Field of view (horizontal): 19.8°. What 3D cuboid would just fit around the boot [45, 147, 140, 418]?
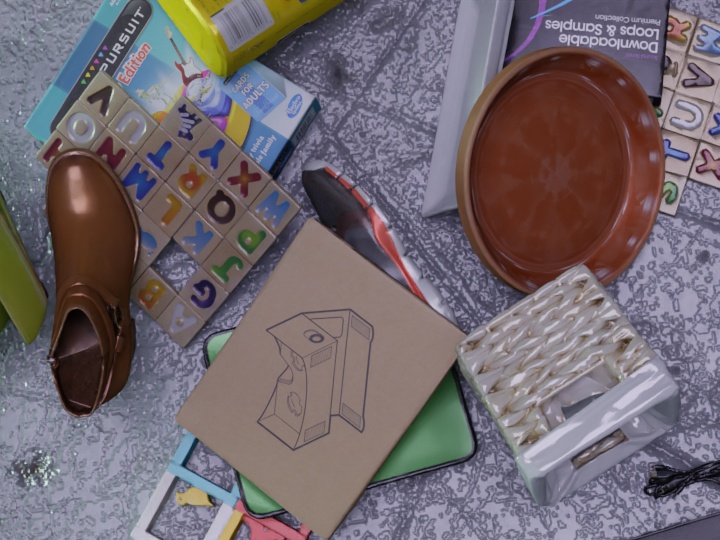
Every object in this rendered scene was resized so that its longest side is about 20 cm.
[{"bbox_3d":[-0.217,0.010,1.630,0.073,0.155,0.202,-10,102,6],"label":"boot"}]

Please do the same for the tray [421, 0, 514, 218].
[{"bbox_3d":[0.092,-0.143,1.682,0.022,0.107,0.202,12,83,-14],"label":"tray"}]

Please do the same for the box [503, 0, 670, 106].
[{"bbox_3d":[0.188,-0.242,1.712,0.142,0.036,0.202,4,84,6],"label":"box"}]

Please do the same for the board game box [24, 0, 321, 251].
[{"bbox_3d":[-0.157,-0.128,1.726,0.199,0.047,0.152,31,86,8],"label":"board game box"}]

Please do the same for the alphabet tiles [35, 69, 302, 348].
[{"bbox_3d":[-0.168,-0.061,1.688,0.200,0.008,0.167,43,114,4],"label":"alphabet tiles"}]

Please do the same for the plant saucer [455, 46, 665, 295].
[{"bbox_3d":[0.158,-0.078,1.646,0.199,0.032,0.202,-5,99,-30],"label":"plant saucer"}]

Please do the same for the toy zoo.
[{"bbox_3d":[-0.099,0.189,1.690,0.131,0.020,0.201,27,85,8],"label":"toy zoo"}]

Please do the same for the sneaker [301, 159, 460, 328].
[{"bbox_3d":[0.000,0.000,1.674,0.082,0.077,0.200,-36,76,-3],"label":"sneaker"}]

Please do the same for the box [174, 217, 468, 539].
[{"bbox_3d":[-0.032,0.086,1.642,0.163,0.021,0.201,37,98,11],"label":"box"}]

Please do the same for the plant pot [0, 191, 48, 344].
[{"bbox_3d":[-0.368,-0.021,1.631,0.181,0.200,0.200,-26,50,-6],"label":"plant pot"}]

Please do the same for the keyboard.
[{"bbox_3d":[0.302,0.204,1.655,0.198,0.021,0.128,-16,87,2],"label":"keyboard"}]

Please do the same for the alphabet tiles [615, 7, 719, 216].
[{"bbox_3d":[0.225,-0.144,1.716,0.199,0.006,0.168,19,85,7],"label":"alphabet tiles"}]

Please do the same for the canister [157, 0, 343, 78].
[{"bbox_3d":[-0.072,-0.268,1.697,0.199,0.087,0.149,-34,78,-14],"label":"canister"}]

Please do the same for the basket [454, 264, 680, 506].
[{"bbox_3d":[0.160,0.090,1.595,0.135,0.200,0.124,-32,76,0],"label":"basket"}]

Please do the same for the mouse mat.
[{"bbox_3d":[-0.018,0.103,1.684,0.198,0.008,0.162,-15,74,-3],"label":"mouse mat"}]
